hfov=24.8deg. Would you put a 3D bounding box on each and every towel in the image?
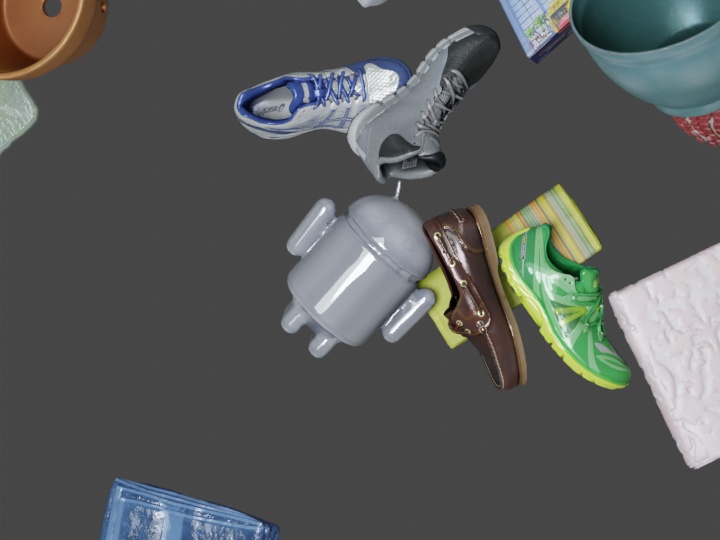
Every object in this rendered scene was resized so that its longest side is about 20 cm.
[{"bbox_3d":[0.381,0.075,1.688,0.190,0.032,0.201,-26,84,5],"label":"towel"},{"bbox_3d":[0.158,-0.004,1.769,0.199,0.018,0.086,-35,78,13],"label":"towel"},{"bbox_3d":[-0.197,0.310,1.845,0.199,0.049,0.112,13,94,14],"label":"towel"}]

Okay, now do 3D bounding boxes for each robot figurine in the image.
[{"bbox_3d":[0.000,0.000,1.759,0.169,0.113,0.200,42,100,-11],"label":"robot figurine"}]

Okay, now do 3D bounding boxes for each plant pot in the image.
[{"bbox_3d":[-0.375,-0.308,1.848,0.199,0.140,0.202,0,90,14],"label":"plant pot"},{"bbox_3d":[0.325,-0.240,1.639,0.199,0.134,0.201,-19,43,18],"label":"plant pot"}]

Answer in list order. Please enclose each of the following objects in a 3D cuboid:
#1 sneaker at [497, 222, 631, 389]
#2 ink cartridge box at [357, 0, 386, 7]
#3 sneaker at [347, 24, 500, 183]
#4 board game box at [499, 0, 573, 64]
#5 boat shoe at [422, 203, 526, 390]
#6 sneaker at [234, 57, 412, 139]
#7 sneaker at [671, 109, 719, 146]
[{"bbox_3d":[0.224,0.038,1.709,0.083,0.074,0.200,-36,92,16],"label":"sneaker"},{"bbox_3d":[0.012,-0.405,1.744,0.161,0.050,0.200,50,133,11],"label":"ink cartridge box"},{"bbox_3d":[0.085,-0.162,1.735,0.200,0.075,0.116,-40,45,14],"label":"sneaker"},{"bbox_3d":[0.194,-0.362,1.737,0.200,0.062,0.200,-42,81,11],"label":"board game box"},{"bbox_3d":[0.117,0.034,1.719,0.070,0.070,0.201,-19,94,-17],"label":"boat shoe"},{"bbox_3d":[-0.041,-0.185,1.786,0.199,0.088,0.076,-15,84,13],"label":"sneaker"},{"bbox_3d":[0.417,-0.180,1.680,0.199,0.078,0.083,-7,61,19],"label":"sneaker"}]
